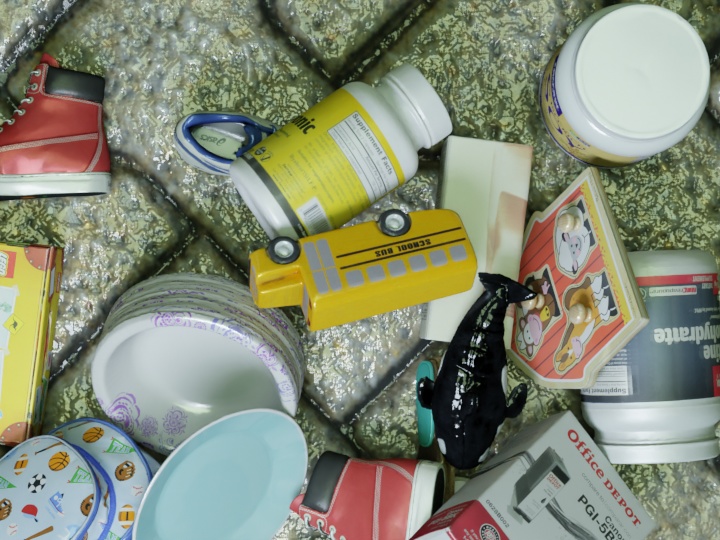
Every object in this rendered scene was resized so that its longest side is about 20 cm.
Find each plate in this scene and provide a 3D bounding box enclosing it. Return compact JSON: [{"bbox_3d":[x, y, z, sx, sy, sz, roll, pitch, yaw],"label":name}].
[{"bbox_3d":[-0.135,0.211,1.522,0.026,0.200,0.200,35,88,39],"label":"plate"}]

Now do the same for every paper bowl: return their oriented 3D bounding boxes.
[{"bbox_3d":[-0.152,0.085,1.563,0.200,0.104,0.201,4,130,5],"label":"paper bowl"}]

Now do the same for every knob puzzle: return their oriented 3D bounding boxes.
[{"bbox_3d":[0.187,0.026,1.562,0.030,0.220,0.220,5,88,-29],"label":"knob puzzle"}]

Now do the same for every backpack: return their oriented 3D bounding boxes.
[{"bbox_3d":[-0.275,0.237,1.546,0.190,0.154,0.200,-44,59,-13],"label":"backpack"}]

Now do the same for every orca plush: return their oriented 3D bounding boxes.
[{"bbox_3d":[0.118,0.108,1.521,0.105,0.071,0.200,23,109,-11],"label":"orca plush"}]

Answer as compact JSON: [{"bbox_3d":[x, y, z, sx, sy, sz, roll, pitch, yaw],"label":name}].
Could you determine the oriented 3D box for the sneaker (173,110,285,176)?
[{"bbox_3d":[-0.089,-0.114,1.604,0.200,0.088,0.075,7,87,-2],"label":"sneaker"}]

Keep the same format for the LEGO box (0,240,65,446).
[{"bbox_3d":[-0.383,0.066,1.602,0.149,0.077,0.200,7,88,0],"label":"LEGO box"}]

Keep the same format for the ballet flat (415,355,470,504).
[{"bbox_3d":[0.085,0.187,1.618,0.072,0.068,0.200,8,85,-20],"label":"ballet flat"}]

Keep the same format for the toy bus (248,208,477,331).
[{"bbox_3d":[0.000,0.000,1.489,0.200,0.065,0.078,-14,65,-12],"label":"toy bus"}]

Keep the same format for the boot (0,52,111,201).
[{"bbox_3d":[-0.353,-0.143,1.613,0.200,0.072,0.144,-4,88,-9],"label":"boot"}]

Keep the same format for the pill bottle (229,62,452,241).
[{"bbox_3d":[-0.015,-0.109,1.538,0.200,0.111,0.111,-34,89,-8],"label":"pill bottle"}]

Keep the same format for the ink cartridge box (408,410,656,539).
[{"bbox_3d":[0.161,0.247,1.508,0.200,0.083,0.147,-39,92,-37],"label":"ink cartridge box"}]

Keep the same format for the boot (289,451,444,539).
[{"bbox_3d":[-0.002,0.277,1.548,0.144,0.072,0.200,4,78,15],"label":"boot"}]

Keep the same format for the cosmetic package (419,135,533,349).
[{"bbox_3d":[0.114,-0.026,1.596,0.087,0.103,0.200,7,90,-2],"label":"cosmetic package"}]

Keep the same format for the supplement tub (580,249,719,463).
[{"bbox_3d":[0.282,0.082,1.575,0.140,0.140,0.200,-3,89,-1],"label":"supplement tub"}]

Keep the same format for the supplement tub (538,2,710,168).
[{"bbox_3d":[0.253,-0.177,1.551,0.145,0.200,0.146,0,88,0],"label":"supplement tub"}]
